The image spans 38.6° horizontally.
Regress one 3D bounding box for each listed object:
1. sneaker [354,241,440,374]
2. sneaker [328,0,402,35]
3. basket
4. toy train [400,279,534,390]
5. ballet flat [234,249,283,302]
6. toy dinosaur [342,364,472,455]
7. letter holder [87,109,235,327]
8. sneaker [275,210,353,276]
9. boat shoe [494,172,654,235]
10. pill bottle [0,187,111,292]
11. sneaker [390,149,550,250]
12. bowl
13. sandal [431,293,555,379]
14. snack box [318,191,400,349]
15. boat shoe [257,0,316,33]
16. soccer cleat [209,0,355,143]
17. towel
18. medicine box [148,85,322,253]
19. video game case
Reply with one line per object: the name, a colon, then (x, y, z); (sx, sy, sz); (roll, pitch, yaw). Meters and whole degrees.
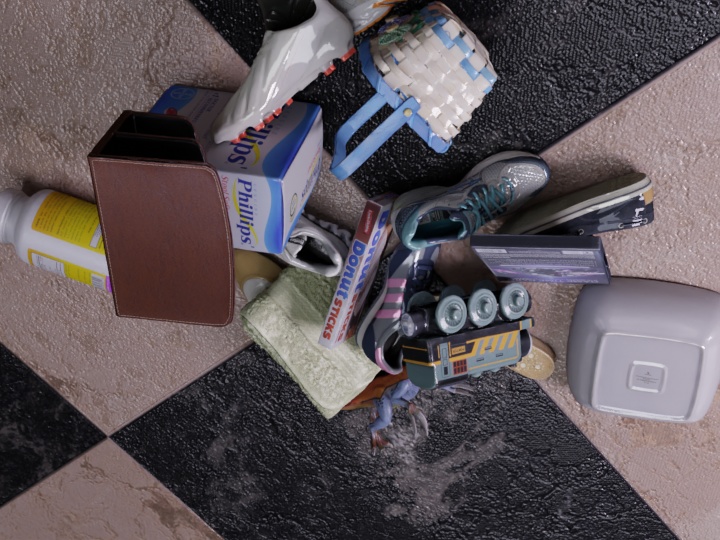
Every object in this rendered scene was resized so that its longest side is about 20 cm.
sneaker: (0.064, 0.041, 1.307); (0.070, 0.082, 0.201); (0, 125, -37)
sneaker: (0.033, -0.329, 1.081); (0.199, 0.076, 0.092); (-27, 110, 28)
basket: (0.044, -0.190, 1.117); (0.139, 0.177, 0.200); (40, 106, -16)
toy train: (0.134, 0.077, 1.273); (0.085, 0.198, 0.115); (6, 102, 54)
ballet flat: (-0.104, 0.049, 1.391); (0.200, 0.063, 0.069); (41, 128, -14)
toy dinosaur: (0.050, 0.167, 1.410); (0.198, 0.105, 0.183); (21, 124, 3)
letter holder: (-0.191, -0.052, 1.092); (0.140, 0.101, 0.202); (6, 126, 9)
sneaker: (-0.098, -0.051, 1.296); (0.198, 0.081, 0.076); (25, 108, 4)
boat shoe: (0.252, -0.055, 1.213); (0.198, 0.075, 0.063); (-18, 108, 20)
pill bottle: (-0.389, -0.045, 1.377); (0.198, 0.105, 0.105); (19, 128, 2)
sneaker: (0.133, -0.071, 1.209); (0.198, 0.087, 0.078); (-23, 115, 9)
bowl: (0.361, 0.113, 1.304); (0.198, 0.075, 0.201); (8, 126, 12)
sandal: (0.157, 0.100, 1.351); (0.210, 0.070, 0.078); (23, 128, -2)
snack box: (0.000, 0.000, 1.288); (0.024, 0.072, 0.202); (27, 112, 18)
boat shoe: (-0.082, -0.308, 1.126); (0.075, 0.074, 0.201); (-16, 139, 9)
soccer cleat: (-0.094, -0.215, 1.118); (0.199, 0.069, 0.078); (-36, 100, 15)
towel: (-0.052, 0.083, 1.366); (0.200, 0.148, 0.036); (49, 167, -17)
medicine box: (-0.160, -0.123, 1.209); (0.198, 0.183, 0.104); (8, 127, 9)
video game case: (0.215, -0.011, 1.202); (0.141, 0.019, 0.200); (2, 170, 17)
